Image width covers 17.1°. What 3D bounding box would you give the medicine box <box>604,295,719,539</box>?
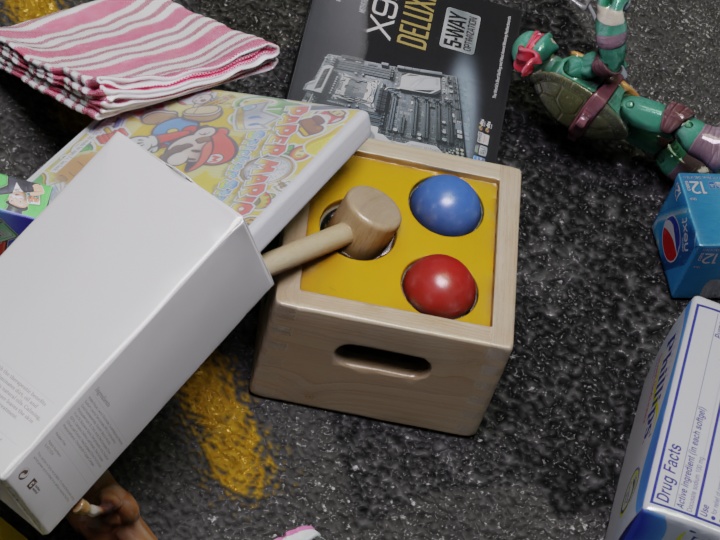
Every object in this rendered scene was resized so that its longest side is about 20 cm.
[{"bbox_3d":[0.275,0.143,1.558,0.199,0.103,0.183,20,50,1],"label":"medicine box"}]

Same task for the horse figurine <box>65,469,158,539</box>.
[{"bbox_3d":[-0.189,0.121,1.452,0.200,0.132,0.050,37,92,29],"label":"horse figurine"}]

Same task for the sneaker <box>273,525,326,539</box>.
[{"bbox_3d":[-0.070,0.243,1.410,0.086,0.080,0.200,40,60,1],"label":"sneaker"}]

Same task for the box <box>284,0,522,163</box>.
[{"bbox_3d":[0.026,-0.127,1.736,0.157,0.050,0.201,17,50,-4],"label":"box"}]

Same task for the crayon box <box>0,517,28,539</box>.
[{"bbox_3d":[-0.280,0.196,1.386,0.200,0.058,0.172,37,51,14],"label":"crayon box"}]

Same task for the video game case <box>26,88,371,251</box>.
[{"bbox_3d":[-0.117,-0.059,1.531,0.181,0.023,0.200,10,36,27],"label":"video game case"}]

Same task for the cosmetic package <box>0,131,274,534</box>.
[{"bbox_3d":[-0.157,0.034,1.364,0.107,0.085,0.200,36,74,28],"label":"cosmetic package"}]

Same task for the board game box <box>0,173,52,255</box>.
[{"bbox_3d":[-0.264,0.003,1.451,0.134,0.200,0.029,15,51,-3],"label":"board game box"}]

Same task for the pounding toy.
[{"bbox_3d":[0.000,0.000,1.567,0.199,0.143,0.185,11,50,-7],"label":"pounding toy"}]

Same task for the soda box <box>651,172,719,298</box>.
[{"bbox_3d":[0.317,-0.023,1.729,0.199,0.064,0.068,0,53,-15],"label":"soda box"}]

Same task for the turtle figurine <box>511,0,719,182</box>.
[{"bbox_3d":[0.182,-0.137,1.744,0.200,0.150,0.101,37,89,2],"label":"turtle figurine"}]

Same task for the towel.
[{"bbox_3d":[-0.166,-0.158,1.662,0.146,0.030,0.200,-19,28,-30],"label":"towel"}]
